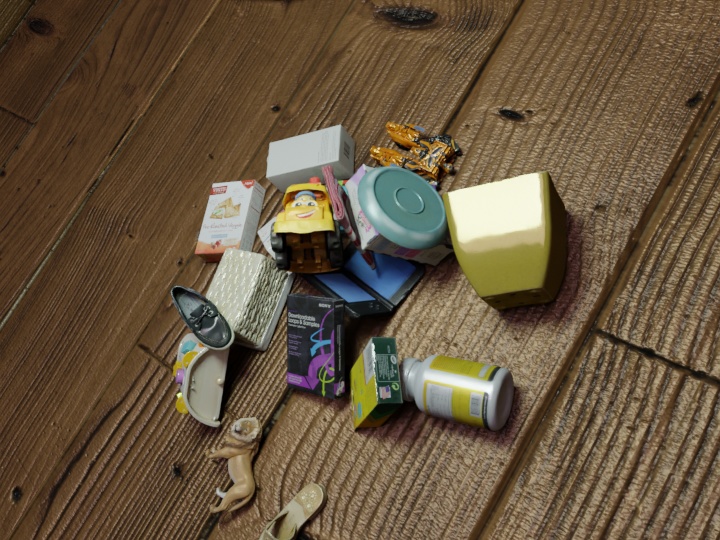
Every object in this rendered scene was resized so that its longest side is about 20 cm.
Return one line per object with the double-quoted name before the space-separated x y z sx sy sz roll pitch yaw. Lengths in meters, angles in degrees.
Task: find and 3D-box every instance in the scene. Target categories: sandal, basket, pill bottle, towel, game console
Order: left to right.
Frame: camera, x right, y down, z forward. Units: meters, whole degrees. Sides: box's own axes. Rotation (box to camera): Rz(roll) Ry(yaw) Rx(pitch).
"basket" -0.259 0.061 1.501 0.135 0.123 0.200 10 73 32
"sandal" -0.154 0.494 1.276 0.078 0.070 0.212 38 88 35
"towel" -0.019 -0.105 1.346 0.023 0.200 0.144 -23 54 9
"game console" 0.000 0.000 1.403 0.200 0.176 0.117 36 115 36
"pill bottle" 0.168 0.215 1.211 0.200 0.112 0.112 8 71 31

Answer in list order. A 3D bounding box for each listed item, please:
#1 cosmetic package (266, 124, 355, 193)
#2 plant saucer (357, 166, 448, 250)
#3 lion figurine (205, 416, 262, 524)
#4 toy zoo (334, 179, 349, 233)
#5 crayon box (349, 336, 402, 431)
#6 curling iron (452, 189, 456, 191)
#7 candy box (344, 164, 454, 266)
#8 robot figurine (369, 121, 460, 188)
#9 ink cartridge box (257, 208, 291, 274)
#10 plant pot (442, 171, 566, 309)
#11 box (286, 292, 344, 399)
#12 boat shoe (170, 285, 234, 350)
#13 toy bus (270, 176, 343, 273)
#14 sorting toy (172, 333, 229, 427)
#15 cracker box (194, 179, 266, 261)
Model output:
"cosmetic package" -0.121 -0.268 1.606 0.200 0.085 0.108 -8 63 25
"plant saucer" 0.089 -0.129 1.281 0.027 0.200 0.200 -53 43 47
"lion figurine" -0.251 0.411 1.377 0.122 0.072 0.200 -13 76 8
"toy zoo" -0.012 -0.147 1.510 0.200 0.020 0.131 1 67 38
"crayon box" 0.025 0.221 1.270 0.051 0.200 0.127 2 63 -14
"curling iron" 0.175 -0.111 1.349 0.049 0.026 0.200 22 42 19
"candy box" 0.081 -0.110 1.351 0.072 0.200 0.168 -42 51 39
"robot figurine" 0.123 -0.260 1.489 0.200 0.058 0.145 27 83 35
"ink cartridge box" -0.154 -0.075 1.487 0.116 0.068 0.200 -42 25 -1
"plant pot" 0.280 -0.039 1.233 0.194 0.195 0.200 -10 72 23
"box" -0.094 0.151 1.359 0.143 0.036 0.201 4 95 42
"boat shoe" -0.341 0.093 1.410 0.074 0.066 0.199 -39 53 -9
"toy bus" -0.103 -0.107 1.325 0.135 0.200 0.192 0 69 1
"sorting toy" -0.374 0.224 1.486 0.180 0.107 0.200 20 102 58
"cracker box" -0.324 -0.124 1.663 0.134 0.058 0.200 -2 66 27
